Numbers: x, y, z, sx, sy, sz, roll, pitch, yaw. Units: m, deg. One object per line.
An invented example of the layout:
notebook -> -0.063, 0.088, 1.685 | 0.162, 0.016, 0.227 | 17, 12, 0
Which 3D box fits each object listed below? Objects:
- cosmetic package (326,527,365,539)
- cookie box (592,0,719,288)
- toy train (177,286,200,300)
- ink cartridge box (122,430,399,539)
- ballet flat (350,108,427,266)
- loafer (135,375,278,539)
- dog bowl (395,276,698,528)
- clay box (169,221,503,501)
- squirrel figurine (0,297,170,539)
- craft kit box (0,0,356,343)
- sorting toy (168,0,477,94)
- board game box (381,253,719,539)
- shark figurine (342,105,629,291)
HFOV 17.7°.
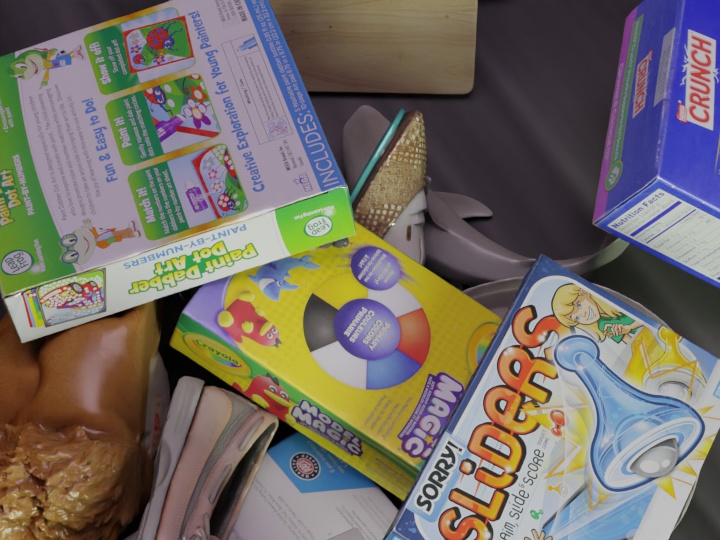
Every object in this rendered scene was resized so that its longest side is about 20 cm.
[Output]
cosmetic package -> -0.014, 0.233, 1.182 | 0.085, 0.200, 0.108 | -22, 56, -16
cookie box -> 0.252, -0.068, 1.416 | 0.200, 0.075, 0.171 | 26, 55, -18
toy train -> -0.104, -0.040, 1.428 | 0.034, 0.046, 0.200 | -21, 80, 30
ink cartridge box -> -0.070, 0.187, 1.292 | 0.200, 0.068, 0.115 | -31, 59, -20
ballet flat -> 0.000, 0.000, 1.388 | 0.065, 0.071, 0.200 | 33, 100, 4
loafer -> -0.088, 0.143, 1.243 | 0.063, 0.072, 0.200 | 12, 50, -2
dog bowl -> 0.106, 0.101, 1.359 | 0.200, 0.059, 0.200 | 1, 56, -1
clay box -> 0.007, 0.048, 1.304 | 0.200, 0.048, 0.115 | 32, 58, 4
squirrel figurine -> -0.209, 0.094, 1.303 | 0.186, 0.142, 0.200 | 1, 38, 10
craft kit box -> -0.124, -0.069, 1.323 | 0.197, 0.049, 0.200 | -16, 47, -6
sorting toy -> -0.023, -0.216, 1.497 | 0.200, 0.199, 0.070 | 1, 40, 1
board game box -> 0.111, 0.103, 1.258 | 0.135, 0.034, 0.200 | 30, 58, 0
shark figurine -> 0.064, -0.032, 1.433 | 0.214, 0.090, 0.128 | 23, 60, 17
